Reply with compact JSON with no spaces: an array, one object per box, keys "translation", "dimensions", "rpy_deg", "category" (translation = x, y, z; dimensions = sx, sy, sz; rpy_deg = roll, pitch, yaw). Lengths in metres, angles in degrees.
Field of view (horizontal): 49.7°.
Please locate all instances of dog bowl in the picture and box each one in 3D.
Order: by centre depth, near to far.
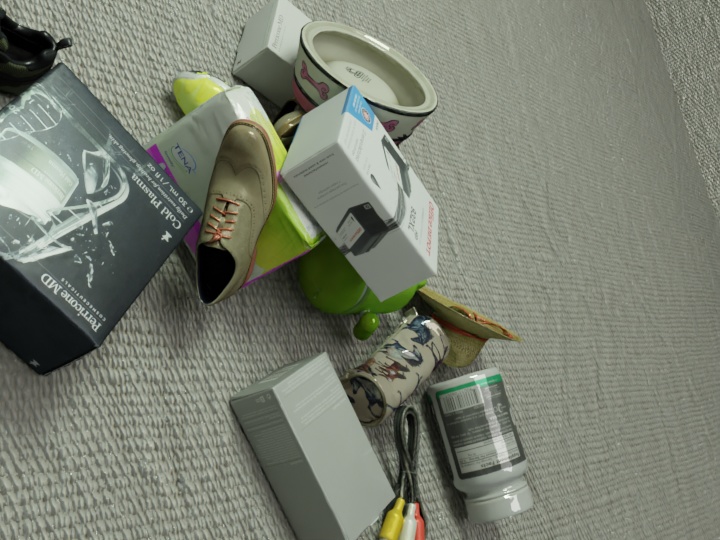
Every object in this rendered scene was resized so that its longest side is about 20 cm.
[{"translation":[-0.001,-0.237,1.014],"dimensions":[0.198,0.074,0.201],"rpy_deg":[21,36,-16],"category":"dog bowl"}]

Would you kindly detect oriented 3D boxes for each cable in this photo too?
[{"translation":[0.070,0.282,1.014],"dimensions":[0.097,0.050,0.202],"rpy_deg":[27,67,-39],"category":"cable"}]

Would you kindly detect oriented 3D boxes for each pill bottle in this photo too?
[{"translation":[0.175,0.250,1.123],"dimensions":[0.113,0.113,0.202],"rpy_deg":[-5,76,-49],"category":"pill bottle"}]

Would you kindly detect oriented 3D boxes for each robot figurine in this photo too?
[{"translation":[0.000,0.000,1.043],"dimensions":[0.199,0.115,0.177],"rpy_deg":[2,68,-48],"category":"robot figurine"}]

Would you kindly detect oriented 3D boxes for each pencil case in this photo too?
[{"translation":[0.044,0.131,1.061],"dimensions":[0.090,0.078,0.200],"rpy_deg":[48,39,5],"category":"pencil case"}]

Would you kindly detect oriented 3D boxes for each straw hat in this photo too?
[{"translation":[0.144,0.099,1.177],"dimensions":[0.200,0.201,0.086],"rpy_deg":[22,98,-41],"category":"straw hat"}]

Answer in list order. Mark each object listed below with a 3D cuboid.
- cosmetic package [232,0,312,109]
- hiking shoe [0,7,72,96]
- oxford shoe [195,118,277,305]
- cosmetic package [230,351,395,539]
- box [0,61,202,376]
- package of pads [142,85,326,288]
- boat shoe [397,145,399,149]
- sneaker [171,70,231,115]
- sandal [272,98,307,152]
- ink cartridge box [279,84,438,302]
[{"translation":[-0.076,-0.283,1.121],"dimensions":[0.199,0.084,0.109],"rpy_deg":[31,54,-37],"category":"cosmetic package"},{"translation":[-0.380,-0.224,0.731],"dimensions":[0.199,0.100,0.076],"rpy_deg":[-5,75,-50],"category":"hiking shoe"},{"translation":[-0.132,-0.055,0.811],"dimensions":[0.075,0.070,0.202],"rpy_deg":[-67,169,-65],"category":"oxford shoe"},{"translation":[-0.053,0.211,0.907],"dimensions":[0.107,0.090,0.202],"rpy_deg":[-27,95,-51],"category":"cosmetic package"},{"translation":[-0.291,-0.048,0.732],"dimensions":[0.200,0.123,0.197],"rpy_deg":[48,44,-21],"category":"box"},{"translation":[-0.144,-0.089,0.887],"dimensions":[0.201,0.154,0.068],"rpy_deg":[60,25,-7],"category":"package of pads"},{"translation":[0.017,-0.149,1.066],"dimensions":[0.073,0.066,0.202],"rpy_deg":[2,57,-34],"category":"boat shoe"},{"translation":[-0.168,-0.156,0.962],"dimensions":[0.201,0.075,0.076],"rpy_deg":[55,39,-13],"category":"sneaker"},{"translation":[-0.092,-0.194,1.030],"dimensions":[0.054,0.081,0.200],"rpy_deg":[34,17,2],"category":"sandal"},{"translation":[0.008,-0.089,0.908],"dimensions":[0.200,0.083,0.146],"rpy_deg":[52,26,-27],"category":"ink cartridge box"}]
